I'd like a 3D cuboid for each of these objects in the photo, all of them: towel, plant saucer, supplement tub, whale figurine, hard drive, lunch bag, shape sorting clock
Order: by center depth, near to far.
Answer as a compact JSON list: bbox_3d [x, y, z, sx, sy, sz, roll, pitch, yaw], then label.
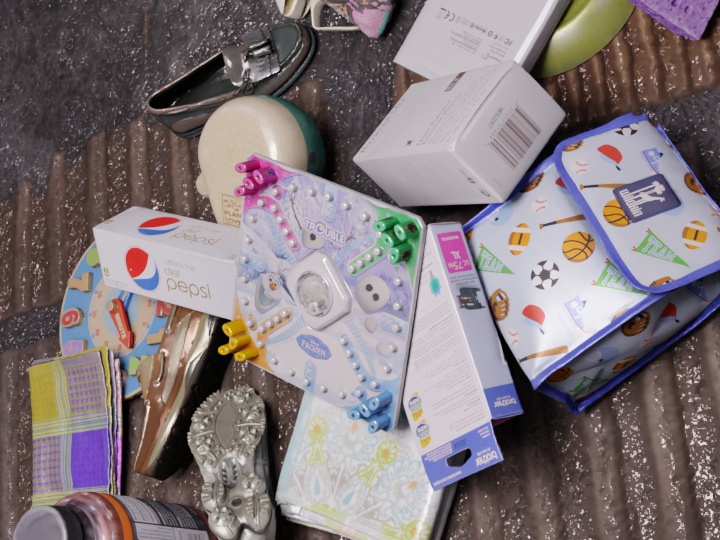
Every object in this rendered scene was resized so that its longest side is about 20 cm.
[{"bbox_3d":[0.198,-0.013,1.110,0.200,0.124,0.170,-37,59,16],"label":"lunch bag"},{"bbox_3d":[0.019,0.152,1.233,0.171,0.048,0.201,13,84,33],"label":"towel"},{"bbox_3d":[0.129,-0.255,1.249,0.132,0.027,0.200,33,96,36],"label":"hard drive"},{"bbox_3d":[0.169,-0.279,1.264,0.200,0.031,0.201,-11,70,32],"label":"plant saucer"},{"bbox_3d":[-0.232,0.266,1.275,0.107,0.200,0.107,-10,71,33],"label":"supplement tub"},{"bbox_3d":[-0.093,-0.077,1.360,0.159,0.104,0.201,12,108,36],"label":"whale figurine"},{"bbox_3d":[-0.308,0.185,1.443,0.143,0.023,0.201,-9,79,38],"label":"towel"},{"bbox_3d":[-0.258,0.042,1.458,0.200,0.039,0.201,-11,70,32],"label":"shape sorting clock"}]

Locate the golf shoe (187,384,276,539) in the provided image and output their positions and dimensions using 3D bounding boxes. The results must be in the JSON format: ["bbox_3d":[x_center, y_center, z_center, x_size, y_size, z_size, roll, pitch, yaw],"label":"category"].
[{"bbox_3d":[-0.118,0.201,1.295,0.078,0.097,0.200,-11,40,2],"label":"golf shoe"}]

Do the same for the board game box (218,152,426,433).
[{"bbox_3d":[-0.041,0.020,1.180,0.200,0.026,0.201,23,117,34],"label":"board game box"}]

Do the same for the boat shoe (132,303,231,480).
[{"bbox_3d":[-0.185,0.110,1.362,0.074,0.076,0.200,17,77,22],"label":"boat shoe"}]

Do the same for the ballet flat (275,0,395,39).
[{"bbox_3d":[-0.045,-0.288,1.398,0.200,0.069,0.071,31,114,36],"label":"ballet flat"}]

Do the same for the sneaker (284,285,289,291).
[{"bbox_3d":[0.000,0.000,1.246,0.200,0.115,0.075,-4,75,34],"label":"sneaker"}]

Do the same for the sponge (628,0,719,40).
[{"bbox_3d":[0.232,-0.291,1.131,0.112,0.200,0.030,-61,20,3],"label":"sponge"}]

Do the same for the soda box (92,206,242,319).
[{"bbox_3d":[-0.172,-0.009,1.342,0.200,0.064,0.068,12,122,36],"label":"soda box"}]

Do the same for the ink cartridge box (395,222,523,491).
[{"bbox_3d":[0.071,0.074,1.131,0.119,0.042,0.201,-39,62,55],"label":"ink cartridge box"}]

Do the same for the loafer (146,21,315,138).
[{"bbox_3d":[-0.140,-0.204,1.433,0.200,0.063,0.072,-29,62,25],"label":"loafer"}]

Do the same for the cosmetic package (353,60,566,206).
[{"bbox_3d":[0.082,-0.115,1.182,0.102,0.074,0.200,-53,21,-15],"label":"cosmetic package"}]
